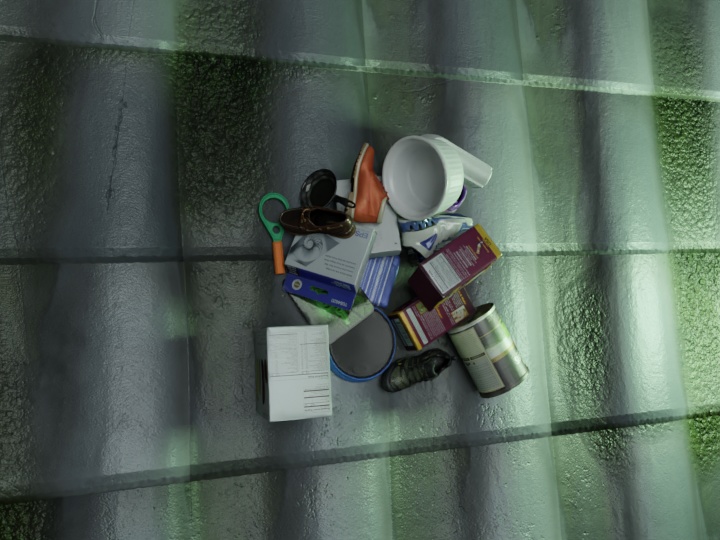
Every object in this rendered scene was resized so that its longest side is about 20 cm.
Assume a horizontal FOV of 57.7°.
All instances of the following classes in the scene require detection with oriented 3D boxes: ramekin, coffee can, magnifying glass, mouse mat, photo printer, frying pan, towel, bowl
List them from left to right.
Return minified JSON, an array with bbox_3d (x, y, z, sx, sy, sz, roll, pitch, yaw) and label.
[{"bbox_3d":[-0.209,-0.092,1.625,0.078,0.022,0.203,-4,83,-20],"label":"magnifying glass"},{"bbox_3d":[-0.079,0.064,1.628,0.160,0.008,0.201,-35,82,-12],"label":"mouse mat"},{"bbox_3d":[-0.072,-0.199,1.615,0.031,0.188,0.117,32,64,-52],"label":"frying pan"},{"bbox_3d":[-0.002,0.181,1.654,0.197,0.039,0.204,2,82,-19],"label":"bowl"},{"bbox_3d":[0.000,0.000,1.686,0.197,0.024,0.147,20,77,-14],"label":"towel"},{"bbox_3d":[0.157,-0.228,1.599,0.097,0.199,0.204,-16,89,-45],"label":"ramekin"},{"bbox_3d":[0.233,-0.292,1.726,0.198,0.166,0.070,28,94,-15],"label":"photo printer"},{"bbox_3d":[0.331,0.208,1.710,0.145,0.146,0.202,-31,94,-20],"label":"coffee can"}]

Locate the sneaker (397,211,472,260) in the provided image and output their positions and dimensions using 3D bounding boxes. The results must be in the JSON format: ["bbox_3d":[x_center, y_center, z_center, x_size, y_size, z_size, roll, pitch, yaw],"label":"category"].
[{"bbox_3d":[0.183,-0.086,1.674,0.196,0.080,0.117,-7,109,-21],"label":"sneaker"}]

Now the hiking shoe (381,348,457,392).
[{"bbox_3d":[0.147,0.250,1.664,0.198,0.101,0.077,-25,91,-20],"label":"hiking shoe"}]

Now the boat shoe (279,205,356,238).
[{"bbox_3d":[-0.109,-0.124,1.566,0.197,0.070,0.071,4,71,19],"label":"boat shoe"}]

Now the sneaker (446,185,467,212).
[{"bbox_3d":[0.216,-0.166,1.745,0.080,0.088,0.201,44,73,-11],"label":"sneaker"}]

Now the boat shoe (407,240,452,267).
[{"bbox_3d":[0.221,-0.042,1.746,0.197,0.071,0.065,-7,85,-12],"label":"boat shoe"}]

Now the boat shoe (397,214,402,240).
[{"bbox_3d":[0.117,-0.173,1.725,0.074,0.060,0.203,11,80,-18],"label":"boat shoe"}]

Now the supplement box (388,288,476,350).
[{"bbox_3d":[0.187,0.111,1.703,0.198,0.086,0.111,-31,93,-19],"label":"supplement box"}]

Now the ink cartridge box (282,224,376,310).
[{"bbox_3d":[-0.081,-0.026,1.586,0.197,0.041,0.203,15,78,20],"label":"ink cartridge box"}]

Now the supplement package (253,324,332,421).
[{"bbox_3d":[-0.161,0.232,1.511,0.145,0.191,0.204,-1,83,-18],"label":"supplement package"}]

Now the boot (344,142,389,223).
[{"bbox_3d":[0.025,-0.213,1.621,0.105,0.075,0.203,10,84,-4],"label":"boot"}]

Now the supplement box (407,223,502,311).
[{"bbox_3d":[0.232,-0.007,1.625,0.199,0.131,0.104,-33,80,-18],"label":"supplement box"}]

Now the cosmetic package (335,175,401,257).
[{"bbox_3d":[0.016,-0.134,1.659,0.148,0.052,0.203,-6,77,-3],"label":"cosmetic package"}]
